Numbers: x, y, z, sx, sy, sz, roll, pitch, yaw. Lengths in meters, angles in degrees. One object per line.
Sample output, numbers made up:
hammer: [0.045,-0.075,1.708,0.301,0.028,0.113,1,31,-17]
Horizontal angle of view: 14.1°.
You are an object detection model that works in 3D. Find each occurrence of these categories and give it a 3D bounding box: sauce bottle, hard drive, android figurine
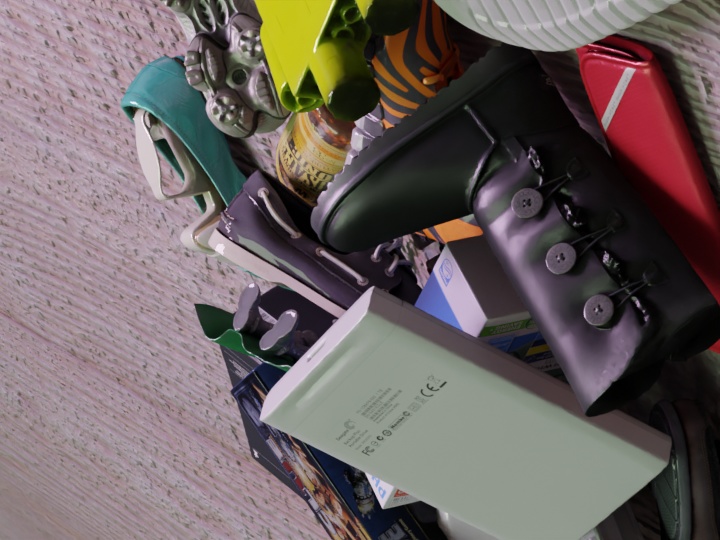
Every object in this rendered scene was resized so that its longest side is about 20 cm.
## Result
sauce bottle: [-0.020,-0.076,1.876,0.066,0.066,0.200,52,160,9]
hard drive: [0.060,0.091,1.674,0.200,0.027,0.132,27,138,-15]
android figurine: [-0.018,-0.182,1.640,0.200,0.041,0.182,-112,36,-45]

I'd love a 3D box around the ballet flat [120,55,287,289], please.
ballet flat: [-0.111,-0.056,2.091,0.200,0.070,0.067,59,158,-11]

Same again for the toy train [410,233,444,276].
toy train: [0.066,0.008,1.861,0.200,0.034,0.046,60,169,-14]

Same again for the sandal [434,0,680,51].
sandal: [0.112,-0.158,1.496,0.202,0.050,0.082,-3,135,51]

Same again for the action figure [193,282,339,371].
action figure: [-0.003,0.069,1.839,0.200,0.055,0.118,33,-177,-46]

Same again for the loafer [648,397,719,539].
loafer: [0.210,0.147,1.740,0.072,0.063,0.200,-109,8,-48]

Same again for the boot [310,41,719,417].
boot: [0.084,-0.002,1.596,0.200,0.165,0.066,55,-162,18]

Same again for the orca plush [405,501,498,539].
orca plush: [0.070,0.113,1.957,0.200,0.105,0.071,60,-170,-19]

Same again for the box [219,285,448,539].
box: [-0.007,0.116,2.114,0.200,0.079,0.141,36,148,41]

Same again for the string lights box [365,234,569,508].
string lights box: [0.073,0.055,1.731,0.059,0.102,0.200,62,148,28]

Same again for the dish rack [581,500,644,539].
dish rack: [0.152,0.174,1.815,0.172,0.043,0.200,85,168,-53]

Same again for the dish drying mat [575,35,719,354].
dish drying mat: [0.168,-0.038,1.587,0.077,0.018,0.200,23,142,54]

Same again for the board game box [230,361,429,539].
board game box: [-0.013,0.148,1.996,0.200,0.035,0.135,55,168,2]

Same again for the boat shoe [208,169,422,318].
boat shoe: [0.000,0.000,1.834,0.200,0.063,0.073,27,-175,17]

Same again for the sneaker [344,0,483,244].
sneaker: [0.055,-0.094,1.692,0.112,0.078,0.200,29,144,21]

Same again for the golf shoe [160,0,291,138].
golf shoe: [-0.091,-0.182,1.857,0.097,0.078,0.201,-22,-83,-78]
